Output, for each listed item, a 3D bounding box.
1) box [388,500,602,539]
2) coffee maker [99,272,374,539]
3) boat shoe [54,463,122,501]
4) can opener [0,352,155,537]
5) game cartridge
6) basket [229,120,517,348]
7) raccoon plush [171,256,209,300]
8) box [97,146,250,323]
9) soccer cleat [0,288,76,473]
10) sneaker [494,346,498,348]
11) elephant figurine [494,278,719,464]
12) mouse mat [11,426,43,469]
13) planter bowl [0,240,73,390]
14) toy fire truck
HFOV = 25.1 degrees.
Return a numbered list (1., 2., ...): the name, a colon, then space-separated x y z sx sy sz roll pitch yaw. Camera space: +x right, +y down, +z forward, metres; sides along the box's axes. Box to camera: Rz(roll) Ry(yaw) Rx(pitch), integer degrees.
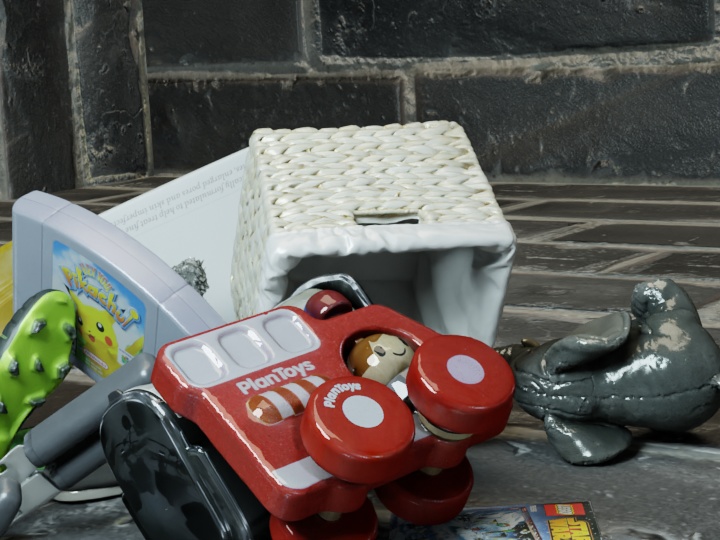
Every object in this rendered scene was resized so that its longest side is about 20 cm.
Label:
1. box: 0.083 0.190 0.982 0.136 0.040 0.200 -4 9 4
2. coffee maker: -0.047 0.122 1.090 0.192 0.135 0.199 41 48 18
3. boat shoe: -0.161 0.142 1.317 0.199 0.058 0.067 -9 11 -31
4. can opener: -0.211 0.139 1.140 0.199 0.053 0.067 -35 34 11
5. game cartridge: -0.185 0.030 1.199 0.199 0.134 0.040 32 43 23
6. basket: 0.000 0.000 1.291 0.196 0.201 0.162 -3 45 -15
7. raccoon plush: -0.117 0.077 1.262 0.199 0.135 0.097 26 27 25
8. box: -0.136 0.017 1.448 0.198 0.201 0.131 -25 4 -15
9. soccer cleat: -0.276 0.098 1.200 0.081 0.201 0.067 31 9 38
10. sneaker: 0.031 0.109 1.418 0.198 0.076 0.115 -6 8 15
11. elephant figurine: 0.189 0.094 1.329 0.198 0.143 0.155 -10 -24 -16
12. mouse mat: -0.254 0.157 1.417 0.160 0.008 0.199 -8 9 -30
13. planter bowl: -0.306 0.065 1.413 0.199 0.084 0.201 -29 31 19
14. toy fire truck: -0.009 0.078 1.009 0.199 0.113 0.168 -20 53 -37
